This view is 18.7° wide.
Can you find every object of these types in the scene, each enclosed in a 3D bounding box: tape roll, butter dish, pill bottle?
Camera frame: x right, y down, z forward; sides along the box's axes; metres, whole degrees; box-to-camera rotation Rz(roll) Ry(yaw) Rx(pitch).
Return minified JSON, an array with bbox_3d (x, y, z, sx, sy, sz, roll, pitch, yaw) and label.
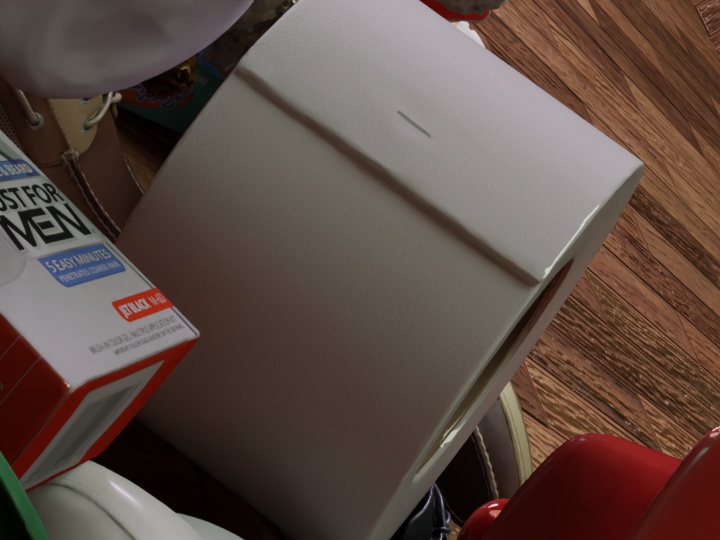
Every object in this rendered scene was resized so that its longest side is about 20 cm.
[{"bbox_3d":[0.000,0.000,0.865,0.139,0.204,0.203,36,15,9],"label":"tape roll"},{"bbox_3d":[0.099,0.148,0.933,0.147,0.201,0.199,33,-1,41],"label":"butter dish"},{"bbox_3d":[-0.120,-0.173,0.795,0.201,0.116,0.116,62,18,18],"label":"pill bottle"}]

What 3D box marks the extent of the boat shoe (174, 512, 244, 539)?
[{"bbox_3d":[-0.032,0.175,0.782,0.201,0.069,0.066,59,14,-24],"label":"boat shoe"}]

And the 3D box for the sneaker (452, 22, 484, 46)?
[{"bbox_3d":[0.050,-0.088,1.196,0.199,0.076,0.092,38,18,-1],"label":"sneaker"}]

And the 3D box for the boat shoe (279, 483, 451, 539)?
[{"bbox_3d":[0.014,0.122,0.993,0.201,0.062,0.075,55,16,-17],"label":"boat shoe"}]

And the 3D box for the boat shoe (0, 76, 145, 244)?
[{"bbox_3d":[-0.133,-0.075,0.896,0.200,0.071,0.076,52,18,-20],"label":"boat shoe"}]

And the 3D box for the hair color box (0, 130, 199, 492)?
[{"bbox_3d":[-0.154,-0.022,0.688,0.200,0.064,0.111,44,16,7],"label":"hair color box"}]

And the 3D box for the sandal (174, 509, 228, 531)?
[{"bbox_3d":[-0.015,0.153,0.873,0.200,0.054,0.082,47,21,-35],"label":"sandal"}]

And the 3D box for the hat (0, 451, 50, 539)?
[{"bbox_3d":[-0.190,0.085,0.553,0.165,0.176,0.201,33,-29,29],"label":"hat"}]

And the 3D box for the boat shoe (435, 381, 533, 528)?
[{"bbox_3d":[0.018,0.044,1.077,0.072,0.072,0.202,-25,95,-43],"label":"boat shoe"}]

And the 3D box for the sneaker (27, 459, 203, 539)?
[{"bbox_3d":[-0.076,0.144,0.684,0.099,0.075,0.201,27,36,-61],"label":"sneaker"}]

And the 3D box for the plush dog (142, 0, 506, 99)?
[{"bbox_3d":[-0.032,-0.152,1.015,0.161,0.200,0.172,51,12,9],"label":"plush dog"}]

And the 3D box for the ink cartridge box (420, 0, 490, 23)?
[{"bbox_3d":[-0.010,-0.189,1.148,0.067,0.198,0.117,-12,107,-63],"label":"ink cartridge box"}]

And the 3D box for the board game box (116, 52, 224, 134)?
[{"bbox_3d":[-0.141,-0.175,1.085,0.152,0.045,0.201,22,40,-63],"label":"board game box"}]
